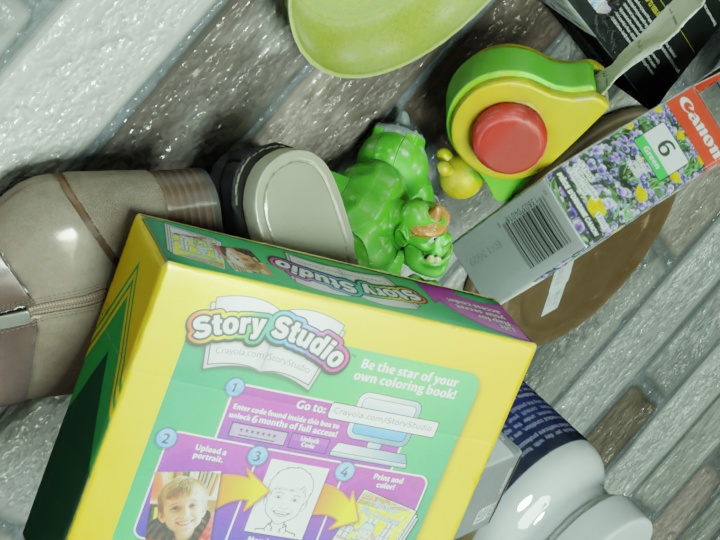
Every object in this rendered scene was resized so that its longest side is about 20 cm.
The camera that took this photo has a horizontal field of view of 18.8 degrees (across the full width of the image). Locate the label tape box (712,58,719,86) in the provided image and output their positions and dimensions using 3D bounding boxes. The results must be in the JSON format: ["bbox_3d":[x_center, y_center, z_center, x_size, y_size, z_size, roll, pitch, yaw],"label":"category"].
[{"bbox_3d":[0.296,-0.161,1.412,0.144,0.063,0.200,-41,167,-44],"label":"label tape box"}]

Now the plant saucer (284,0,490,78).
[{"bbox_3d":[0.031,-0.187,1.078,0.200,0.031,0.201,-36,152,-23],"label":"plant saucer"}]

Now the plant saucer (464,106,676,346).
[{"bbox_3d":[0.149,-0.022,1.475,0.200,0.029,0.201,-36,152,-23],"label":"plant saucer"}]

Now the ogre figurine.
[{"bbox_3d":[0.000,0.000,1.201,0.200,0.098,0.121,-39,143,-35],"label":"ogre figurine"}]

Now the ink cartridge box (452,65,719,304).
[{"bbox_3d":[0.157,-0.055,1.279,0.199,0.051,0.109,-30,177,-34],"label":"ink cartridge box"}]

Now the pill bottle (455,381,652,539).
[{"bbox_3d":[0.083,0.129,1.385,0.115,0.200,0.116,-35,150,-24],"label":"pill bottle"}]

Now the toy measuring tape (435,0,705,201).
[{"bbox_3d":[0.104,-0.111,1.178,0.200,0.074,0.073,-45,157,29],"label":"toy measuring tape"}]

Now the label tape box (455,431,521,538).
[{"bbox_3d":[-0.024,0.107,1.258,0.199,0.144,0.064,-17,141,-46],"label":"label tape box"}]

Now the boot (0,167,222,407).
[{"bbox_3d":[-0.133,0.035,1.059,0.145,0.070,0.201,-20,127,-19],"label":"boot"}]

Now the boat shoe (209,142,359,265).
[{"bbox_3d":[-0.032,0.028,1.109,0.072,0.063,0.201,-28,117,-32],"label":"boat shoe"}]

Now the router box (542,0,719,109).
[{"bbox_3d":[0.174,-0.192,1.258,0.149,0.051,0.200,-51,153,2],"label":"router box"}]

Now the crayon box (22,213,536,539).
[{"bbox_3d":[-0.039,0.080,1.044,0.199,0.058,0.174,13,108,-27],"label":"crayon box"}]
